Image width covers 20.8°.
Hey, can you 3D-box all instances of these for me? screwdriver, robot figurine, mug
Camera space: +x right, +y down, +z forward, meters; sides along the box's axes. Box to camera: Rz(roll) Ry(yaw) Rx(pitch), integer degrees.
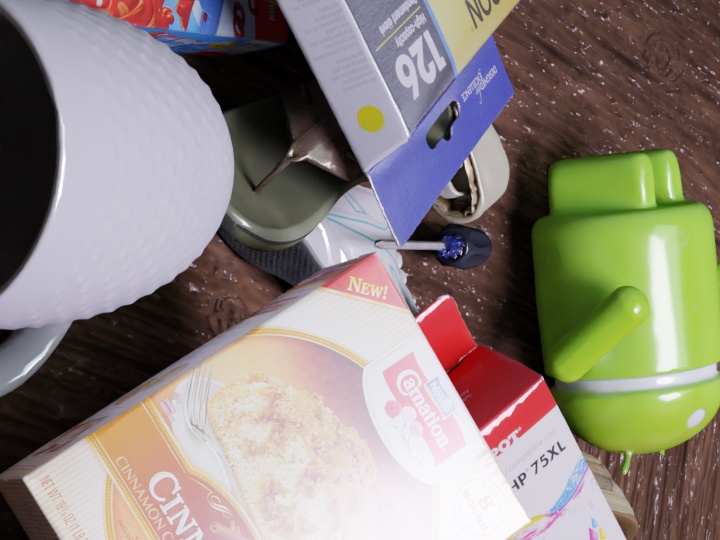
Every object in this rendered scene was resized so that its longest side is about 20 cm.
[{"bbox_3d":[0.043,-0.011,1.123,0.029,0.028,0.200,42,13,9],"label":"screwdriver"},{"bbox_3d":[0.171,0.025,1.252,0.175,0.115,0.201,-11,96,-60],"label":"robot figurine"},{"bbox_3d":[-0.151,-0.026,0.890,0.175,0.147,0.200,0,120,-62],"label":"mug"}]

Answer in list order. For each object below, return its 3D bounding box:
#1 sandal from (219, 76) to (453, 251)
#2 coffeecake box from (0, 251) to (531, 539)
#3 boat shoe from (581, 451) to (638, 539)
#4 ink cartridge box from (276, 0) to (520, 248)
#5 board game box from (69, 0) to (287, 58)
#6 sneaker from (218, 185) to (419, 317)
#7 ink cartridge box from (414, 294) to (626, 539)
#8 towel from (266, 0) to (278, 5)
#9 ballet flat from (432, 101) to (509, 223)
[{"bbox_3d":[-0.018,-0.074,1.029,0.080,0.057,0.201,49,44,9],"label":"sandal"},{"bbox_3d":[-0.044,0.109,0.929,0.200,0.073,0.154,-33,96,-21],"label":"coffeecake box"},{"bbox_3d":[0.082,0.126,1.193,0.200,0.071,0.065,23,36,-37],"label":"boat shoe"},{"bbox_3d":[0.028,-0.146,1.036,0.200,0.047,0.198,61,33,-18],"label":"ink cartridge box"},{"bbox_3d":[-0.125,-0.215,0.982,0.196,0.056,0.201,-1,89,-49],"label":"board game box"},{"bbox_3d":[0.000,0.000,1.099,0.200,0.070,0.080,54,48,-30],"label":"sneaker"},{"bbox_3d":[0.063,0.127,1.079,0.116,0.067,0.200,-38,119,-16],"label":"ink cartridge box"},{"bbox_3d":[-0.053,-0.241,1.009,0.086,0.018,0.201,13,78,-48],"label":"towel"},{"bbox_3d":[0.029,-0.112,1.141,0.070,0.069,0.200,-51,123,-37],"label":"ballet flat"}]
